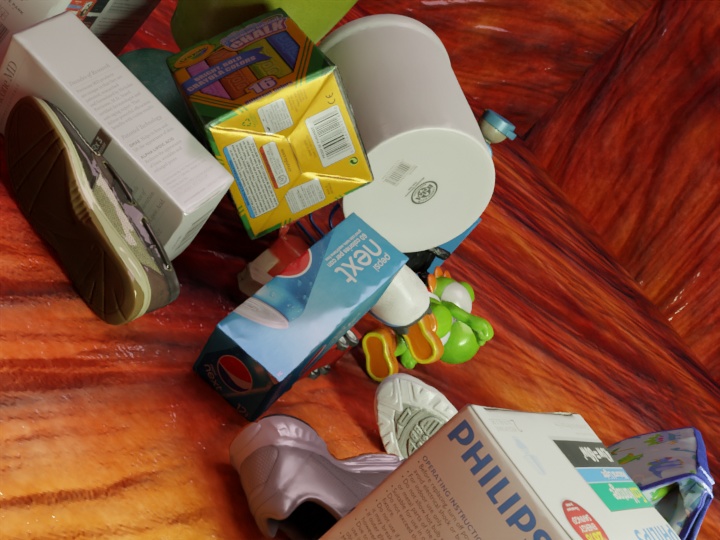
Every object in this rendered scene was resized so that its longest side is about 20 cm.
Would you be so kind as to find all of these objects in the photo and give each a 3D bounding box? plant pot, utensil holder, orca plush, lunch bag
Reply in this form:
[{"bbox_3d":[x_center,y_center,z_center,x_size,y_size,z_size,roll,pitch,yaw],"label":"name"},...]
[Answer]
[{"bbox_3d":[-0.095,-0.293,1.080,0.200,0.193,0.201,23,39,-20],"label":"plant pot"},{"bbox_3d":[0.038,-0.141,1.116,0.170,0.170,0.200,31,28,-38],"label":"utensil holder"},{"bbox_3d":[0.066,-0.011,1.214,0.071,0.105,0.200,18,-17,23],"label":"orca plush"},{"bbox_3d":[0.249,0.236,1.017,0.127,0.200,0.170,46,16,4],"label":"lunch bag"}]

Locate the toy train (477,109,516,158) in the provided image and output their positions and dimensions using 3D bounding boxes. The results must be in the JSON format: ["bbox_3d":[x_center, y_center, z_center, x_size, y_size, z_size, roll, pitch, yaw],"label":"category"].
[{"bbox_3d":[0.147,-0.163,1.412,0.085,0.116,0.200,37,13,-6],"label":"toy train"}]

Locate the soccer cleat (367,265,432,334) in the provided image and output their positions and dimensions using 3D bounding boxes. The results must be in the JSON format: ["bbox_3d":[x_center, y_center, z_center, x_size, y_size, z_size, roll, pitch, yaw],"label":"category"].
[{"bbox_3d":[0.000,0.000,1.086,0.200,0.070,0.086,19,-36,57],"label":"soccer cleat"}]

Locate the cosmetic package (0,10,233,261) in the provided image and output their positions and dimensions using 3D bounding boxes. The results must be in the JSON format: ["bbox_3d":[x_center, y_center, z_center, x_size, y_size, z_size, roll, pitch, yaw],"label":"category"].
[{"bbox_3d":[-0.209,-0.103,0.883,0.200,0.102,0.074,44,43,1],"label":"cosmetic package"}]

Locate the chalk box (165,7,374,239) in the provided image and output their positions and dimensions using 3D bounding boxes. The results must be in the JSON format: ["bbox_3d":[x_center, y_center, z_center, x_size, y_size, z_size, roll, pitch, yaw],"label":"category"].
[{"bbox_3d":[-0.091,-0.146,0.973,0.200,0.124,0.125,54,-12,53],"label":"chalk box"}]

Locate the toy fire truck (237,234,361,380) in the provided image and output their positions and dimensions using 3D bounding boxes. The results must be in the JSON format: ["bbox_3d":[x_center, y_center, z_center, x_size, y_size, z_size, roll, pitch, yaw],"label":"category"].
[{"bbox_3d":[-0.070,0.034,1.004,0.141,0.049,0.200,48,18,11],"label":"toy fire truck"}]

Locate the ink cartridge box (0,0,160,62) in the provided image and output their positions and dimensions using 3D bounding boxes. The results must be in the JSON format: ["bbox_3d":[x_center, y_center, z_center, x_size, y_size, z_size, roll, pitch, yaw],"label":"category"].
[{"bbox_3d":[-0.273,-0.280,1.045,0.084,0.176,0.200,44,16,1],"label":"ink cartridge box"}]

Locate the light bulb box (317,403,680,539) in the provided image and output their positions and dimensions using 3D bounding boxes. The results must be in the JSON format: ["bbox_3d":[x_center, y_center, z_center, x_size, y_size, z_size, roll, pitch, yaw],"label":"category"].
[{"bbox_3d":[0.076,0.198,0.699,0.125,0.200,0.198,53,18,26],"label":"light bulb box"}]

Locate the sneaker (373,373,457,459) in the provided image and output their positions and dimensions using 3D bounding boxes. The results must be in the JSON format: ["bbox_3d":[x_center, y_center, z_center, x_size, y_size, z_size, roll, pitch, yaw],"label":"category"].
[{"bbox_3d":[0.078,0.165,1.027,0.200,0.078,0.099,48,8,-21],"label":"sneaker"}]

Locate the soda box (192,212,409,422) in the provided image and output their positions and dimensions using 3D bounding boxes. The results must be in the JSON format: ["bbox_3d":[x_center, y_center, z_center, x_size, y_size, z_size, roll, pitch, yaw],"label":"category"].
[{"bbox_3d":[-0.045,0.034,0.886,0.068,0.064,0.200,41,43,7],"label":"soda box"}]

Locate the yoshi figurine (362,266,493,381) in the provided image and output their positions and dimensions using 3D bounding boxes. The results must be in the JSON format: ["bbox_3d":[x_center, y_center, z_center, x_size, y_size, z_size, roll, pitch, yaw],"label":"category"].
[{"bbox_3d":[0.084,0.072,1.160,0.112,0.112,0.200,27,23,17],"label":"yoshi figurine"}]

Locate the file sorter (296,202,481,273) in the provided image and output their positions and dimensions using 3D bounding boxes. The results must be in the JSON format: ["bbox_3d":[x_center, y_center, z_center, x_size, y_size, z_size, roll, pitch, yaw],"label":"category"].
[{"bbox_3d":[0.027,-0.069,1.328,0.123,0.139,0.200,48,16,27],"label":"file sorter"}]

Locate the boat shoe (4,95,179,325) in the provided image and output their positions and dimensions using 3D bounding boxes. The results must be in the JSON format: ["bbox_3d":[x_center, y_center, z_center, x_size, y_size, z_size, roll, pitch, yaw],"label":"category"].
[{"bbox_3d":[-0.207,-0.047,0.823,0.065,0.073,0.200,-9,65,-55],"label":"boat shoe"}]

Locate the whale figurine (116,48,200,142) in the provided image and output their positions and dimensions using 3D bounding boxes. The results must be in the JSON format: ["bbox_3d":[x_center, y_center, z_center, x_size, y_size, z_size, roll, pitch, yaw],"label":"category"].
[{"bbox_3d":[-0.197,-0.145,1.032,0.159,0.104,0.200,39,20,-20],"label":"whale figurine"}]

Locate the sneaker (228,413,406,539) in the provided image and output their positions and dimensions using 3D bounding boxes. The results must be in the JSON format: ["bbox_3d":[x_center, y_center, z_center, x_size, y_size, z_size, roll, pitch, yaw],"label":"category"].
[{"bbox_3d":[-0.009,0.181,0.786,0.200,0.076,0.092,24,33,-33],"label":"sneaker"}]

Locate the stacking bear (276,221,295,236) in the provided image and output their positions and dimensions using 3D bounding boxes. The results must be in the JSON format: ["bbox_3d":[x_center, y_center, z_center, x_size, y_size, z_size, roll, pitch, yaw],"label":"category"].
[{"bbox_3d":[-0.100,-0.114,1.112,0.113,0.122,0.200,4,32,-16],"label":"stacking bear"}]
